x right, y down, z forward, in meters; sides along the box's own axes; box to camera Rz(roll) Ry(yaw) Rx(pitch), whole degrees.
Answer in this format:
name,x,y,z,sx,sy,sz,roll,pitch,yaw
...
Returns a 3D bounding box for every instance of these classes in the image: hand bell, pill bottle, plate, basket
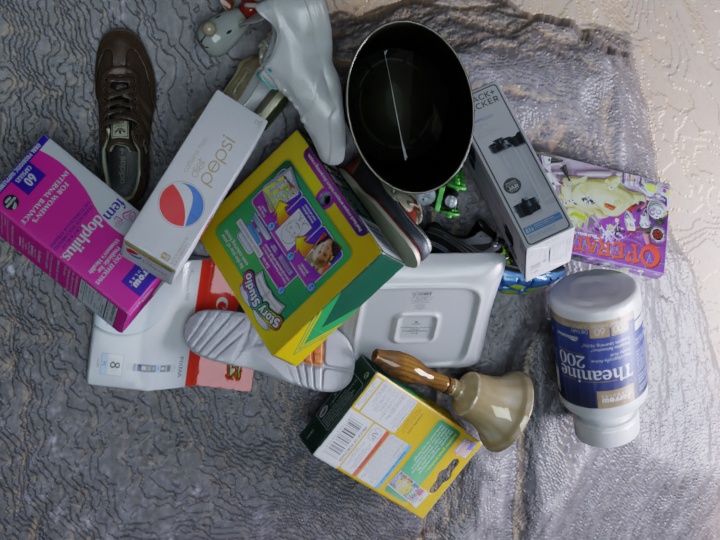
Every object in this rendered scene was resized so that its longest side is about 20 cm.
name,x,y,z,sx,sy,sz,roll,pitch,yaw
hand bell,0.098,0.134,1.732,0.199,0.104,0.105,25,98,-24
pill bottle,0.292,0.110,1.768,0.110,0.111,0.202,-13,116,-6
plate,0.063,0.057,1.712,0.197,0.033,0.201,0,137,-9
basket,0.042,-0.184,1.612,0.134,0.200,0.182,-12,100,-4

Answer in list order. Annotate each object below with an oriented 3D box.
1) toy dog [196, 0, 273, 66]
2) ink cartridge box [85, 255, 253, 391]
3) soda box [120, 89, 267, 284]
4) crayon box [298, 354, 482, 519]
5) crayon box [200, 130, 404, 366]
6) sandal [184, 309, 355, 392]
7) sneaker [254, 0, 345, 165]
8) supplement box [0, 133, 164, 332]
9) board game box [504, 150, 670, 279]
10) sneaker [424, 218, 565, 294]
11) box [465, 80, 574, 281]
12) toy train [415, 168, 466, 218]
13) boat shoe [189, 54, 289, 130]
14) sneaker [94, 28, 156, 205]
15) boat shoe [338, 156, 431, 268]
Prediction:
name,x,y,z,sx,sy,sz,roll,pitch,yaw
toy dog,-0.104,-0.322,1.600,0.131,0.096,0.202,27,90,17
ink cartridge box,-0.215,0.063,1.711,0.198,0.047,0.162,7,101,-9
soda box,-0.179,-0.089,1.564,0.068,0.064,0.201,31,71,-4
crayon box,0.038,0.204,1.765,0.199,0.052,0.126,35,96,-34
crayon box,-0.072,-0.026,1.634,0.172,0.201,0.058,-43,148,14
sandal,-0.105,0.086,1.720,0.204,0.059,0.080,14,87,-2
sneaker,-0.068,-0.207,1.588,0.088,0.075,0.202,-13,113,-6
supplement box,-0.306,-0.039,1.608,0.199,0.103,0.101,39,70,-3
board game box,0.275,-0.069,1.746,0.198,0.032,0.121,12,74,-12
sneaker,0.161,-0.019,1.739,0.198,0.071,0.084,9,71,-22
box,0.171,-0.102,1.656,0.060,0.117,0.201,-24,69,-3
toy train,0.088,-0.097,1.651,0.056,0.200,0.042,14,102,0
boat shoe,-0.161,-0.157,1.661,0.068,0.075,0.200,41,83,4
sneaker,-0.262,-0.169,1.635,0.070,0.076,0.202,-4,104,-8
boat shoe,0.035,-0.073,1.649,0.062,0.200,0.072,-24,127,-13
